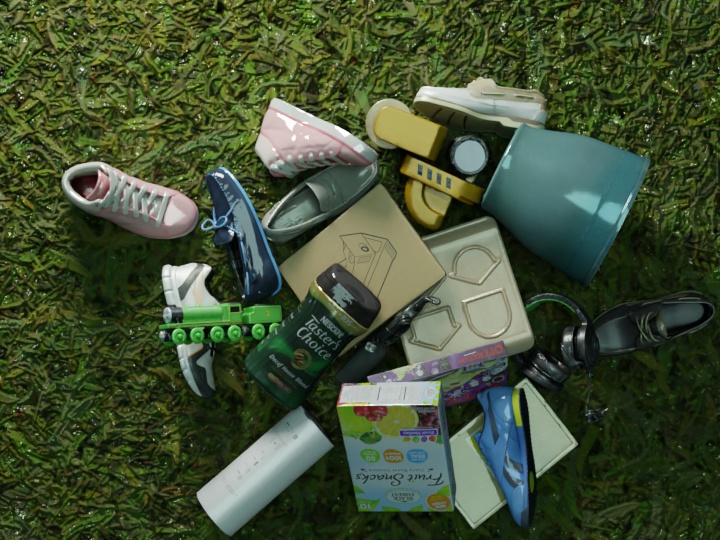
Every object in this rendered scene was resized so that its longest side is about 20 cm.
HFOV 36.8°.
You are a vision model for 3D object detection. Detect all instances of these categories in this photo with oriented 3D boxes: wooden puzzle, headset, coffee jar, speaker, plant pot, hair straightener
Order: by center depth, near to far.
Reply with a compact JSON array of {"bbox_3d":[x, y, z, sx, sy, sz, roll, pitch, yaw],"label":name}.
[{"bbox_3d":[-0.065,0.091,1.520,0.104,0.085,0.200,40,98,-6],"label":"coffee jar"},{"bbox_3d":[0.037,0.104,1.530,0.200,0.077,0.041,-41,89,20],"label":"hair straightener"},{"bbox_3d":[0.279,-0.107,1.534,0.187,0.200,0.201,26,86,7],"label":"plant pot"},{"bbox_3d":[-0.136,0.284,1.545,0.200,0.081,0.081,-41,89,-4],"label":"speaker"},{"bbox_3d":[0.288,0.128,1.547,0.123,0.094,0.201,-37,73,22],"label":"headset"},{"bbox_3d":[0.138,0.043,1.576,0.183,0.046,0.202,-18,85,6],"label":"wooden puzzle"}]

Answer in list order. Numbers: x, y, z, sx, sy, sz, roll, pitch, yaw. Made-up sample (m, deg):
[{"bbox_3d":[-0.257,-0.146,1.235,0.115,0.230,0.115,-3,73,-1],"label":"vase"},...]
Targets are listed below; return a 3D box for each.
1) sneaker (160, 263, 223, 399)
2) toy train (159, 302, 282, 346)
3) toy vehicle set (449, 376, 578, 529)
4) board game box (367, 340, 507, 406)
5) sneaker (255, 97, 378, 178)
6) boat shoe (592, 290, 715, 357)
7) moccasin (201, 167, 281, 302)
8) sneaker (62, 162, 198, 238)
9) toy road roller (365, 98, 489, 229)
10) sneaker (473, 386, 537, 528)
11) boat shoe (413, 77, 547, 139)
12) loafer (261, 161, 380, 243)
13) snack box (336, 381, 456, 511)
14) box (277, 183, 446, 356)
[{"bbox_3d":[-0.230,0.084,1.559,0.079,0.074,0.202,-12,87,-5],"label":"sneaker"},{"bbox_3d":[-0.194,0.074,1.530,0.199,0.042,0.057,-1,85,-38],"label":"toy train"},{"bbox_3d":[0.203,0.266,1.584,0.199,0.027,0.125,-37,88,-4],"label":"toy vehicle set"},{"bbox_3d":[0.112,0.162,1.544,0.198,0.120,0.033,-15,62,-2],"label":"board game box"},{"bbox_3d":[-0.070,-0.166,1.556,0.199,0.075,0.105,28,91,30],"label":"sneaker"},{"bbox_3d":[0.423,0.074,1.580,0.198,0.073,0.075,-21,87,-2],"label":"boat shoe"},{"bbox_3d":[-0.180,-0.051,1.559,0.068,0.080,0.201,-25,86,-23],"label":"moccasin"},{"bbox_3d":[-0.333,-0.099,1.544,0.198,0.105,0.076,17,85,-2],"label":"sneaker"},{"bbox_3d":[0.086,-0.148,1.562,0.198,0.123,0.147,24,97,-1],"label":"toy road roller"},{"bbox_3d":[0.206,0.266,1.545,0.078,0.066,0.202,-8,89,18],"label":"sneaker"},{"bbox_3d":[0.178,-0.246,1.597,0.198,0.075,0.069,13,78,-6],"label":"boat shoe"},{"bbox_3d":[-0.056,-0.106,1.577,0.199,0.070,0.070,-37,88,-4],"label":"loafer"},{"bbox_3d":[0.053,0.247,1.502,0.141,0.053,0.202,-2,124,13],"label":"snack box"},{"bbox_3d":[0.000,0.000,1.565,0.199,0.021,0.164,-38,82,12],"label":"box"}]
